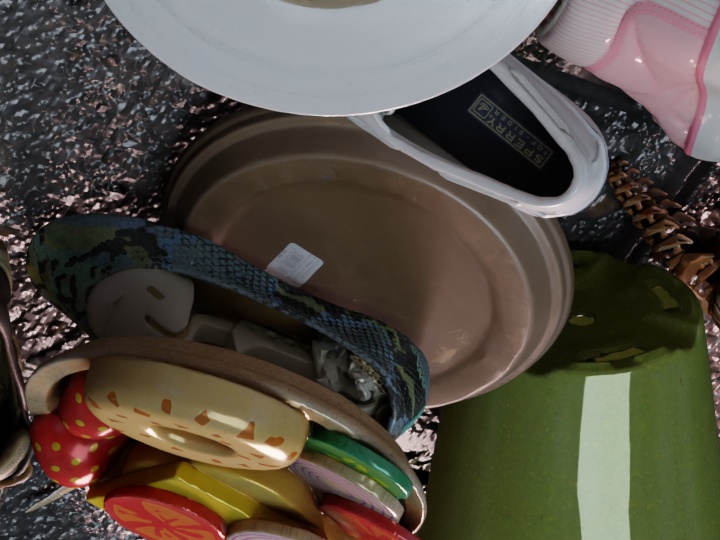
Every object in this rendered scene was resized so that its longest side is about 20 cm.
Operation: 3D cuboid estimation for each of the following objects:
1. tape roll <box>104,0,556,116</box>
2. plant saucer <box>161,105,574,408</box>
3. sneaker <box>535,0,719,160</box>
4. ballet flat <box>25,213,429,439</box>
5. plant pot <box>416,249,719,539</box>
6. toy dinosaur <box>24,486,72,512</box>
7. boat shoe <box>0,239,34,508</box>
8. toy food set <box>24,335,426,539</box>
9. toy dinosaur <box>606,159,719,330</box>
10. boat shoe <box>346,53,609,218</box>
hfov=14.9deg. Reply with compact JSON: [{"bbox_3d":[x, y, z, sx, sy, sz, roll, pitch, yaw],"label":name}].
[{"bbox_3d":[-0.011,-0.177,1.068,0.203,0.139,0.203,0,119,0],"label":"tape roll"},{"bbox_3d":[0.000,0.000,1.295,0.200,0.029,0.200,10,138,9],"label":"plant saucer"},{"bbox_3d":[0.139,-0.113,1.295,0.200,0.105,0.075,57,56,-78],"label":"sneaker"},{"bbox_3d":[-0.063,0.031,1.275,0.200,0.074,0.074,18,125,-2],"label":"ballet flat"},{"bbox_3d":[0.111,0.098,1.428,0.200,0.200,0.190,-12,121,-18],"label":"plant pot"},{"bbox_3d":[-0.069,0.084,1.388,0.200,0.058,0.101,-14,162,34],"label":"toy dinosaur"},{"bbox_3d":[-0.190,0.076,1.309,0.072,0.072,0.200,-5,132,-23],"label":"boat shoe"},{"bbox_3d":[-0.060,0.091,1.261,0.198,0.049,0.200,31,152,-26],"label":"toy food set"},{"bbox_3d":[0.219,0.002,1.419,0.200,0.102,0.136,15,130,-28],"label":"toy dinosaur"},{"bbox_3d":[0.020,-0.092,1.189,0.074,0.200,0.065,-61,173,8],"label":"boat shoe"}]
